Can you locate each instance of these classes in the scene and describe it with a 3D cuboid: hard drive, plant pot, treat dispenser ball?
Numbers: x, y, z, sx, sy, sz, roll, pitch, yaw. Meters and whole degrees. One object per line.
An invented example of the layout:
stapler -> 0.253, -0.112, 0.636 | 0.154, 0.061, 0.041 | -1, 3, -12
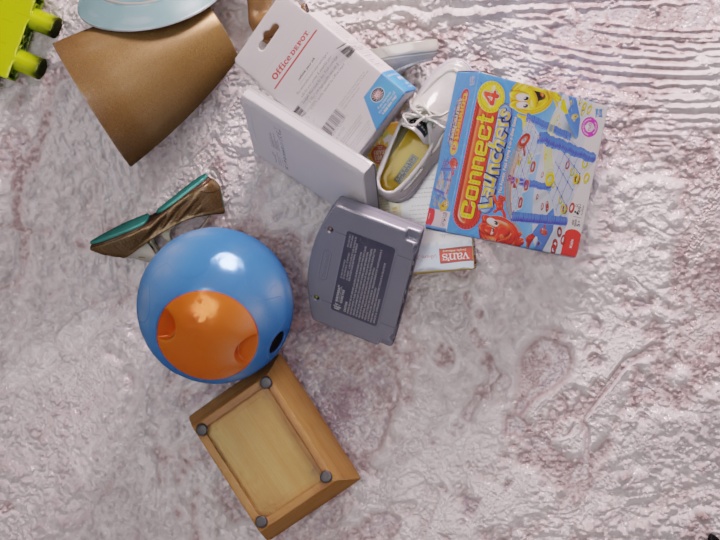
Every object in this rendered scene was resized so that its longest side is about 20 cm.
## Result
hard drive -> -0.063, -0.143, 1.601 | 0.200, 0.132, 0.026 | 34, 68, 21
plant pot -> -0.269, -0.268, 1.646 | 0.200, 0.186, 0.187 | -33, 85, -6
treat dispenser ball -> -0.186, 0.045, 1.610 | 0.200, 0.201, 0.201 | 0, 91, 10

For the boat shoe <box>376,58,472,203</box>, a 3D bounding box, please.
boat shoe -> 0.077, -0.180, 1.574 | 0.075, 0.086, 0.202 | 34, 94, 11

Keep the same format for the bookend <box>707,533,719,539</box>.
bookend -> 0.457, 0.474, 1.553 | 0.199, 0.092, 0.200 | 37, 99, 9

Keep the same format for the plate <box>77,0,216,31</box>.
plate -> -0.274, -0.371, 1.634 | 0.200, 0.200, 0.026 | -2, 129, 11

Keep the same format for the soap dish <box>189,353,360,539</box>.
soap dish -> -0.119, 0.237, 1.661 | 0.157, 0.081, 0.200 | -35, 84, 9

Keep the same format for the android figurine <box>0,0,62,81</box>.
android figurine -> -0.519, -0.343, 1.745 | 0.200, 0.041, 0.182 | 20, 95, 9

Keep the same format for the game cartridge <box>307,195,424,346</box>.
game cartridge -> 0.000, 0.000, 1.608 | 0.133, 0.041, 0.200 | 19, 131, 6

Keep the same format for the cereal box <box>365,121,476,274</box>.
cereal box -> 0.074, -0.095, 1.640 | 0.144, 0.040, 0.201 | -3, 91, 10

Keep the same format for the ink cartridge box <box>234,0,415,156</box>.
ink cartridge box -> -0.045, -0.246, 1.583 | 0.200, 0.068, 0.116 | 40, 109, 4

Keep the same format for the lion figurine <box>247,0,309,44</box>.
lion figurine -> -0.126, -0.370, 1.658 | 0.122, 0.072, 0.200 | -8, 94, 18

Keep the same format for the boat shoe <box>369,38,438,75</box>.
boat shoe -> 0.012, -0.251, 1.640 | 0.200, 0.070, 0.072 | -14, 99, 15

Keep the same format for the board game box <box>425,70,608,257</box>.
board game box -> 0.195, -0.130, 1.557 | 0.195, 0.056, 0.200 | 9, 94, -26

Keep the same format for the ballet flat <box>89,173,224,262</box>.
ballet flat -> -0.269, -0.055, 1.700 | 0.200, 0.068, 0.072 | -30, 105, 6
